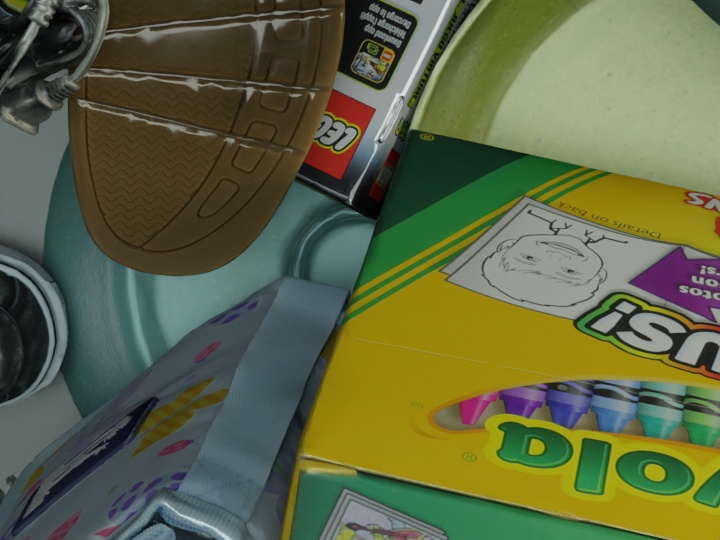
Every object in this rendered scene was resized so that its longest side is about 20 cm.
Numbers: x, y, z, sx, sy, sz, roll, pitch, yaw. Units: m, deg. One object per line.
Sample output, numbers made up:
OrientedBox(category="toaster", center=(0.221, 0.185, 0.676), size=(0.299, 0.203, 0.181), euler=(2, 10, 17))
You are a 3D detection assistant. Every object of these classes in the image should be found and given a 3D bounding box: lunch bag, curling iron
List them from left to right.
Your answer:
OrientedBox(category="curling iron", center=(-0.133, -0.071, 0.839), size=(0.026, 0.200, 0.050), euler=(22, 84, -37))
OrientedBox(category="lunch bag", center=(-0.053, 0.112, 0.819), size=(0.127, 0.170, 0.200), euler=(17, 115, 2))

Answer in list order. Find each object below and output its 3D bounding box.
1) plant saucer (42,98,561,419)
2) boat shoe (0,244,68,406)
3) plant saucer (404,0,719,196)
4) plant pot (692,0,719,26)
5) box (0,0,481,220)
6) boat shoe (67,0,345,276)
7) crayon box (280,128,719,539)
OrientedBox(category="plant saucer", center=(0.000, 0.000, 0.900), size=(0.200, 0.036, 0.200), euler=(0, 93, 4))
OrientedBox(category="boat shoe", center=(-0.189, 0.004, 0.890), size=(0.200, 0.071, 0.072), euler=(5, 94, 10))
OrientedBox(category="plant saucer", center=(0.110, -0.011, 0.850), size=(0.200, 0.031, 0.200), euler=(0, 93, 5))
OrientedBox(category="plant pot", center=(0.135, -0.137, 0.723), size=(0.200, 0.134, 0.200), euler=(0, 89, 28))
OrientedBox(category="box", center=(-0.061, -0.107, 0.874), size=(0.200, 0.035, 0.110), euler=(27, 90, 14))
OrientedBox(category="boat shoe", center=(-0.039, -0.099, 0.817), size=(0.073, 0.063, 0.200), euler=(9, 102, -9))
OrientedBox(category="crayon box", center=(0.092, 0.044, 0.750), size=(0.200, 0.173, 0.058), euler=(12, 119, 4))
